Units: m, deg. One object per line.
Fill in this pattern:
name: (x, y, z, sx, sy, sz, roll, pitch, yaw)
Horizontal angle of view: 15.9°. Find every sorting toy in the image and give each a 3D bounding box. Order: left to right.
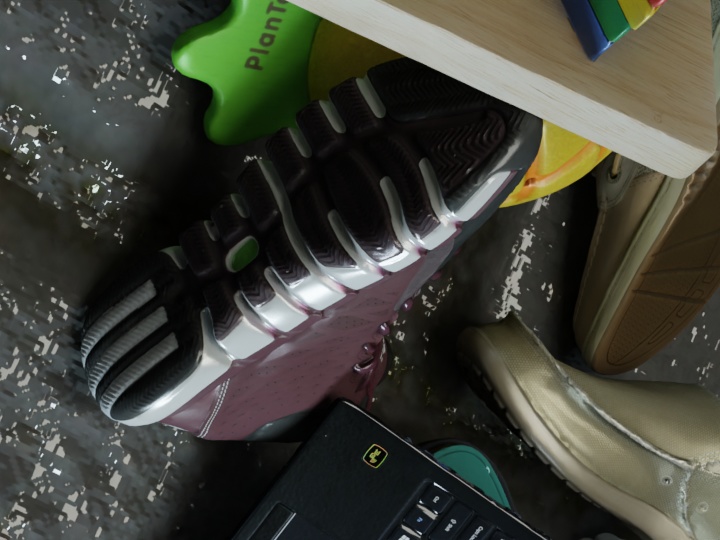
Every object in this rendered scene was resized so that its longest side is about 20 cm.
sorting toy: (0.055, -0.161, 0.906, 0.199, 0.070, 0.200, 22, 50, -25)

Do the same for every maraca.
maraca: (0.026, -0.086, 0.977, 0.199, 0.107, 0.138, 8, 118, -28)

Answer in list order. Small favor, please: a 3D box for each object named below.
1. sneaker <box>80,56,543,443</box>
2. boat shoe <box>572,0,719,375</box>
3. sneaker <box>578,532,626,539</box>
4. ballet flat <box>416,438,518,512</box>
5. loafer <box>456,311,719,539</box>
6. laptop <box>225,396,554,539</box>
sneaker: (0.000, 0.000, 0.961, 0.199, 0.076, 0.115, -33, 147, 19)
boat shoe: (0.133, -0.052, 1.107, 0.072, 0.065, 0.201, -4, 121, -49)
sneaker: (0.083, 0.200, 1.104, 0.200, 0.089, 0.079, -50, 126, -21)
ballet flat: (0.058, 0.166, 1.050, 0.073, 0.073, 0.201, -16, 80, -37)
loafer: (0.121, 0.072, 1.095, 0.200, 0.076, 0.068, 39, 92, -28)
laptop: (0.023, 0.183, 0.959, 0.199, 0.103, 0.178, 35, 100, -17)
